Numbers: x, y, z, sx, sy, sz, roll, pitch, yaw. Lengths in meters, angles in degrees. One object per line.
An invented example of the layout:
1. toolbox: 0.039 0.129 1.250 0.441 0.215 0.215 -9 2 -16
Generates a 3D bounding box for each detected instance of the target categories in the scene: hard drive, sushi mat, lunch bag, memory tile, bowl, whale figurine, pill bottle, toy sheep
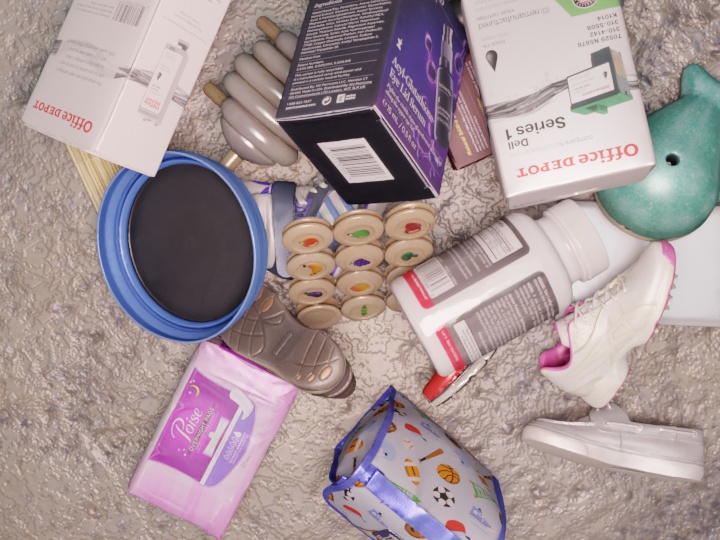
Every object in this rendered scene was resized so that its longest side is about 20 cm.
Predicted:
1. hard drive: 0.313 -0.008 1.094 0.200 0.027 0.132 2 95 1
2. sushi mat: -0.254 -0.097 1.100 0.096 0.012 0.200 -24 94 3
3. lunch bag: 0.056 0.229 1.033 0.170 0.200 0.124 39 94 -4
4. memory tile: 0.000 0.000 1.026 0.153 0.200 0.017 -8 59 -3
5. bowl: -0.184 -0.026 1.042 0.201 0.039 0.201 6 102 26
6. whale figurine: 0.328 -0.127 1.037 0.159 0.104 0.200 34 82 10
7. pill bottle: 0.139 0.012 0.997 0.200 0.111 0.111 -29 94 0
8. toy sheep: -0.084 -0.176 1.036 0.138 0.138 0.200 38 100 -3

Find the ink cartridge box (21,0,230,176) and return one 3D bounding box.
1. ink cartridge box: -0.238 -0.211 1.012 0.146 0.083 0.200 24 90 40

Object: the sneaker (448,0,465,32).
1. sneaker: 0.162 -0.308 1.030 0.200 0.074 0.089 -19 123 2

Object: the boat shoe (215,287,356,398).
1. boat shoe: -0.081 0.082 1.052 0.075 0.200 0.073 -47 138 -8

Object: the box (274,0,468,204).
1. box: 0.018 -0.185 0.953 0.104 0.148 0.200 -2 61 29

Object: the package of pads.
1. package of pads: -0.159 0.178 1.093 0.120 0.076 0.200 27 95 -4

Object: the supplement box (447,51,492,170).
1. supplement box: 0.170 -0.193 1.061 0.200 0.061 0.109 -23 93 2

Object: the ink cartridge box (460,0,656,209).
1. ink cartridge box: 0.188 -0.172 0.962 0.146 0.084 0.200 -13 85 8

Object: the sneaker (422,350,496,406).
1. sneaker: 0.114 0.052 1.086 0.085 0.077 0.200 31 85 3

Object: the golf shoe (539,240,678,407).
1. golf shoe: 0.257 0.052 1.049 0.091 0.075 0.200 21 114 -5

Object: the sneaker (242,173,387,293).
1. sneaker: -0.050 -0.084 1.063 0.146 0.081 0.200 23 102 -8

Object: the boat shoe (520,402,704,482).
1. boat shoe: 0.277 0.180 1.095 0.200 0.072 0.069 10 74 6
